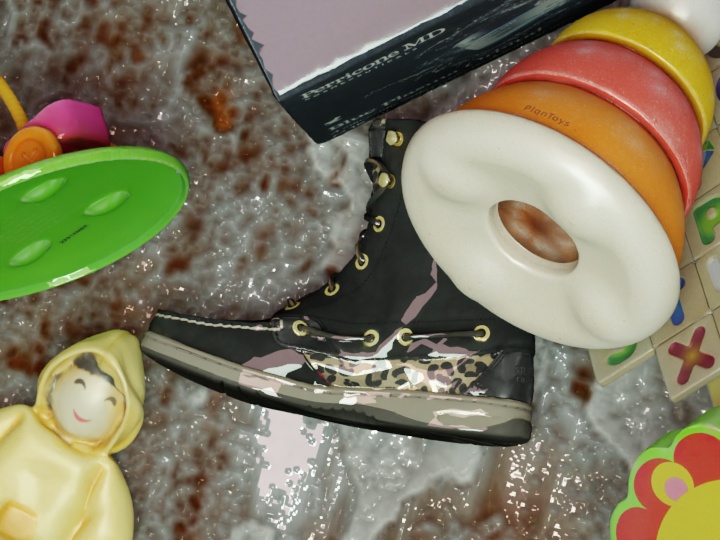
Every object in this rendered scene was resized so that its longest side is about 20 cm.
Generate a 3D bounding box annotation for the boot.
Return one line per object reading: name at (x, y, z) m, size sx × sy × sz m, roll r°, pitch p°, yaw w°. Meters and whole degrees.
boot at (0.000, 0.000, 1.475) m, size 0.199 × 0.073 × 0.151 m, roll 10°, pitch 83°, yaw 11°

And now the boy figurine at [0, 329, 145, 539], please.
boy figurine at (-0.164, 0.121, 1.485) m, size 0.124 × 0.064 × 0.200 m, roll 37°, pitch 93°, yaw 9°

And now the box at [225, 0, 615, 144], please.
box at (0.032, -0.161, 1.420) m, size 0.196 × 0.200 × 0.118 m, roll -26°, pitch 84°, yaw 3°

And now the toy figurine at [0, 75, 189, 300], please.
toy figurine at (-0.204, -0.086, 1.491) m, size 0.200 × 0.150 × 0.185 m, roll -32°, pitch 69°, yaw 26°

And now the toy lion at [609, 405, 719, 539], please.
toy lion at (0.198, 0.163, 1.323) m, size 0.199 × 0.069 × 0.192 m, roll 28°, pitch 119°, yaw 21°

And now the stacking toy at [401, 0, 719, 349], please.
stacking toy at (0.125, -0.075, 1.413) m, size 0.146 × 0.146 × 0.200 m, roll 33°, pitch 60°, yaw 6°

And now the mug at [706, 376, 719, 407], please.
mug at (0.240, 0.037, 1.407) m, size 0.153 × 0.187 × 0.150 m, roll -18°, pitch 57°, yaw 12°

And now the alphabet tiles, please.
alphabet tiles at (0.166, -0.037, 1.420) m, size 0.166 × 0.006 × 0.201 m, roll -35°, pitch 43°, yaw 22°
